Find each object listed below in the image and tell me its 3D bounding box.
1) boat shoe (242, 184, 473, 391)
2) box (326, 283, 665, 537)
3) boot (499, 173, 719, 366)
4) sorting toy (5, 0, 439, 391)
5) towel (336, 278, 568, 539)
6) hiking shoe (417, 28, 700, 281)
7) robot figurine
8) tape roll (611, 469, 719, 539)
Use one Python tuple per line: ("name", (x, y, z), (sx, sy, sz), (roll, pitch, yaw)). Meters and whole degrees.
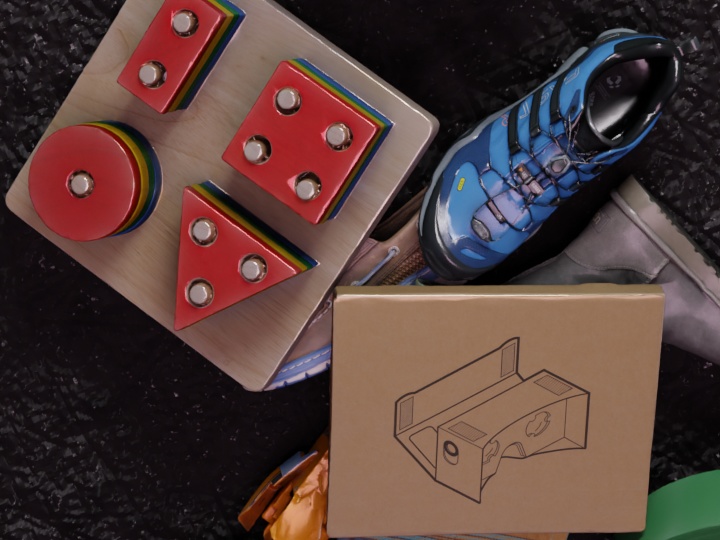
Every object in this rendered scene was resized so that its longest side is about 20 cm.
("boat shoe", (0.000, 0.000, 1.648), (0.199, 0.072, 0.073), (-32, 103, -3))
("box", (0.080, 0.086, 1.613), (0.198, 0.021, 0.165), (0, 113, -5))
("boot", (0.143, 0.058, 1.671), (0.200, 0.073, 0.182), (-43, 102, 7))
("sorting toy", (-0.092, -0.061, 1.582), (0.200, 0.070, 0.199), (36, 104, 8))
("towel", (0.074, 0.110, 1.646), (0.146, 0.022, 0.201), (13, 111, -9))
("hiking shoe", (0.111, -0.075, 1.588), (0.074, 0.087, 0.200), (45, 79, -9))
("robot figurine", (-0.033, 0.199, 1.711), (0.145, 0.058, 0.200), (35, 102, -13))
("tape roll", (0.254, 0.207, 1.691), (0.199, 0.048, 0.201), (5, 134, 5))
